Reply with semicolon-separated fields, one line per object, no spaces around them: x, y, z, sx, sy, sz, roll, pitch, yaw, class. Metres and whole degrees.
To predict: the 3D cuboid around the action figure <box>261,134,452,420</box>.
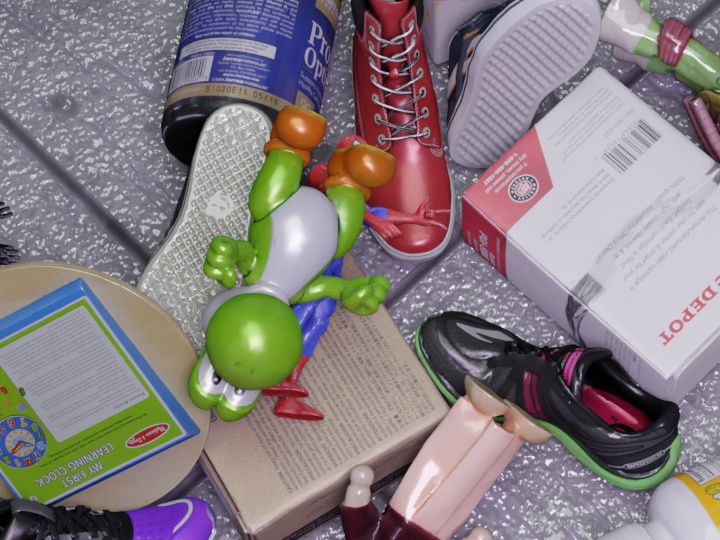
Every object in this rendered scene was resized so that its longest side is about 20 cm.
0.000;0.000;1.640;0.098;0.065;0.201;3;66;14;action figure

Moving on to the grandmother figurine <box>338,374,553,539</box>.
0.037;0.167;1.619;0.121;0.061;0.201;33;94;-18;grandmother figurine

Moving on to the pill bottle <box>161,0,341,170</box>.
-0.074;-0.174;1.776;0.111;0.112;0.201;8;67;6;pill bottle

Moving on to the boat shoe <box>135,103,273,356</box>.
-0.103;-0.013;1.655;0.074;0.062;0.201;16;82;6;boat shoe

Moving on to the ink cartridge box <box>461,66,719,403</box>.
0.190;-0.020;1.712;0.147;0.083;0.200;-42;70;-15;ink cartridge box

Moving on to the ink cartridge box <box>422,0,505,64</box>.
0.085;-0.268;1.763;0.124;0.200;0.129;-22;66;-8;ink cartridge box

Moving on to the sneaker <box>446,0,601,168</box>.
0.107;-0.157;1.717;0.078;0.200;0.080;9;57;-18;sneaker

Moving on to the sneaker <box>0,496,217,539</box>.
-0.194;0.187;1.609;0.199;0.100;0.070;-26;26;-6;sneaker

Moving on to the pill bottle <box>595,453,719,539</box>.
0.260;0.172;1.608;0.199;0.113;0.113;-24;67;-9;pill bottle

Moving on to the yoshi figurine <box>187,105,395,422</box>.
-0.047;0.001;1.557;0.112;0.112;0.201;17;77;26;yoshi figurine

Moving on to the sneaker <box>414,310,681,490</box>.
0.133;0.072;1.666;0.199;0.084;0.077;25;47;8;sneaker

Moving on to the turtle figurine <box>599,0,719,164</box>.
0.281;-0.166;1.745;0.193;0.201;0.144;28;35;18;turtle figurine

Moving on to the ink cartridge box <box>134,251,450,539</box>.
-0.052;0.072;1.686;0.164;0.075;0.201;-29;68;-9;ink cartridge box

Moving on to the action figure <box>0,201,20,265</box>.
-0.286;0.054;1.681;0.101;0.201;0.119;9;31;-32;action figure

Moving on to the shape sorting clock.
-0.196;0.080;1.613;0.198;0.201;0.039;9;29;6;shape sorting clock

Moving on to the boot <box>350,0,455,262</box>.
0.025;-0.117;1.729;0.072;0.144;0.201;-8;67;-3;boot
